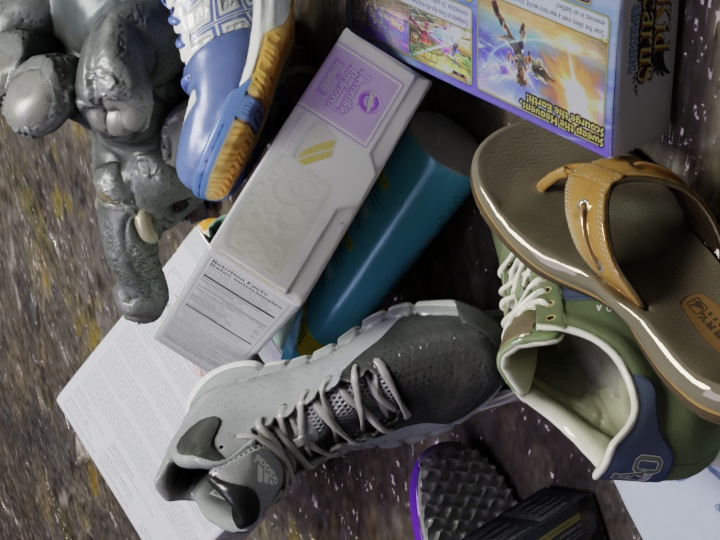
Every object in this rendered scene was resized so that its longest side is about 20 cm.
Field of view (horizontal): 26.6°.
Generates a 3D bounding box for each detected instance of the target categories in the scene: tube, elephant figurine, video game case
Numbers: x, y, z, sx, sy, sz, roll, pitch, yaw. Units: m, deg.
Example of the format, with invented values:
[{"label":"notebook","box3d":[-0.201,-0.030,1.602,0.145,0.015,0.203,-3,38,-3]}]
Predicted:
[{"label":"tube","box3d":[0.000,0.000,0.869,0.050,0.078,0.201,29,123,-9]},{"label":"elephant figurine","box3d":[-0.123,-0.089,0.881,0.200,0.154,0.142,49,-157,-51]},{"label":"video game case","box3d":[0.065,-0.173,0.719,0.199,0.045,0.183,33,135,42]}]

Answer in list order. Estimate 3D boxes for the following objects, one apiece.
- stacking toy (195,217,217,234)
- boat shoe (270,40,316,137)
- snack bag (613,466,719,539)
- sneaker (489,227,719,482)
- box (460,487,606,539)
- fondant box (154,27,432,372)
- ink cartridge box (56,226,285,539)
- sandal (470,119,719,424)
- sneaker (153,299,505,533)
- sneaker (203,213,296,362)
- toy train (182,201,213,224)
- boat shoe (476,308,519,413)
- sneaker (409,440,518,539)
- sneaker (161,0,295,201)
[{"label":"stacking toy","box3d":[-0.115,0.055,1.111,0.116,0.109,0.202,35,126,43]},{"label":"boat shoe","box3d":[-0.094,-0.111,0.984,0.199,0.075,0.074,-25,85,50]},{"label":"snack bag","box3d":[0.200,0.121,0.737,0.188,0.021,0.201,-36,77,57]},{"label":"sneaker","box3d":[0.099,0.022,0.736,0.201,0.089,0.067,55,142,33]},{"label":"box","box3d":[0.072,0.236,0.841,0.049,0.199,0.163,-2,110,54]},{"label":"fondant box","box3d":[-0.043,-0.028,0.848,0.058,0.145,0.200,32,159,-6]},{"label":"ink cartridge box","box3d":[-0.107,0.092,1.026,0.200,0.057,0.163,-46,70,30]},{"label":"sandal","box3d":[0.127,-0.013,0.688,0.200,0.080,0.054,49,162,35]},{"label":"sneaker","box3d":[-0.021,0.086,0.772,0.199,0.116,0.075,-20,109,29]},{"label":"sneaker","box3d":[-0.041,0.023,0.978,0.200,0.073,0.119,23,136,51]},{"label":"toy train","box3d":[-0.147,-0.130,1.081,0.046,0.034,0.202,20,128,63]},{"label":"boat shoe","box3d":[0.032,0.056,0.855,0.199,0.062,0.073,-19,83,39]},{"label":"sneaker","box3d":[0.065,0.205,0.955,0.099,0.069,0.202,-13,99,60]},{"label":"sneaker","box3d":[-0.075,-0.137,0.785,0.075,0.087,0.202,107,177,-79]}]
